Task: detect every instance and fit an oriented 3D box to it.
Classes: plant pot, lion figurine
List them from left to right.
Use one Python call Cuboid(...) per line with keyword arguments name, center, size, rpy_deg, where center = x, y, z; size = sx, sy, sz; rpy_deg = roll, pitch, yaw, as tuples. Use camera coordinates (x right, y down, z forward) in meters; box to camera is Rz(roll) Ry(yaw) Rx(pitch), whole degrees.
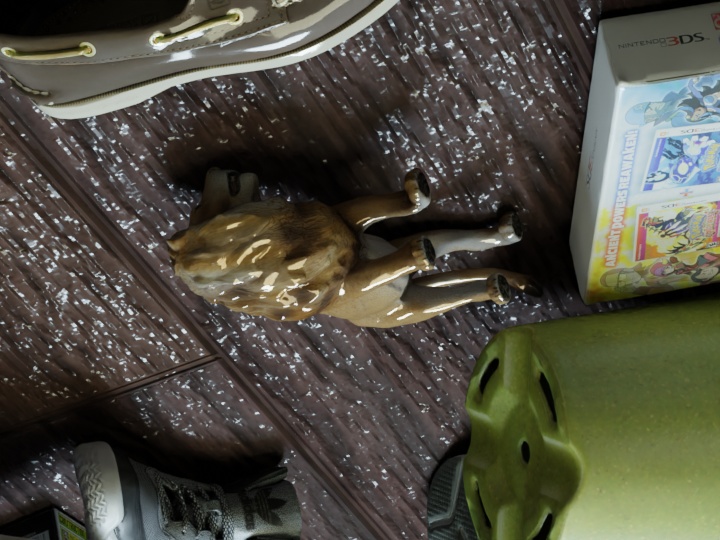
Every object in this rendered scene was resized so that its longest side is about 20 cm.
Cuboid(name="lion figurine", center=(0.000, 0.000, 1.332), size=(0.122, 0.073, 0.200), rpy_deg=(-19, 154, 25))
Cuboid(name="plant pot", center=(0.160, 0.094, 1.410), size=(0.183, 0.201, 0.201), rpy_deg=(-1, 147, -23))

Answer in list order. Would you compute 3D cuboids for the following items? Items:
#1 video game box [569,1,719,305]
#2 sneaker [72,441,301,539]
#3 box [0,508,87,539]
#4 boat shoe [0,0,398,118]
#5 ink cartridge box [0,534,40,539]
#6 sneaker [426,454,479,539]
Cuboid(name="video game box", center=(0.200, -0.063, 1.328), size=(0.181, 0.047, 0.200), rpy_deg=(-11, 149, -8))
Cuboid(name="sneaker", center=(-0.093, 0.137, 1.517), size=(0.113, 0.076, 0.200), rpy_deg=(-15, 155, 1))
Cuboid(name="box", center=(-0.239, 0.210, 1.613), size=(0.199, 0.035, 0.110), rpy_deg=(-23, 148, 16))
Cuboid(name="boat shoe", center=(-0.065, -0.121, 1.111), size=(0.199, 0.072, 0.060), rpy_deg=(-17, 153, 18))
Cuboid(name="ink cartridge box", center=(-0.234, 0.158, 1.444), size=(0.199, 0.045, 0.176), rpy_deg=(5, 156, 22))
Cuboid(name="sneaker", center=(0.105, 0.121, 1.568), size=(0.080, 0.071, 0.200), rpy_deg=(4, 145, -31))
